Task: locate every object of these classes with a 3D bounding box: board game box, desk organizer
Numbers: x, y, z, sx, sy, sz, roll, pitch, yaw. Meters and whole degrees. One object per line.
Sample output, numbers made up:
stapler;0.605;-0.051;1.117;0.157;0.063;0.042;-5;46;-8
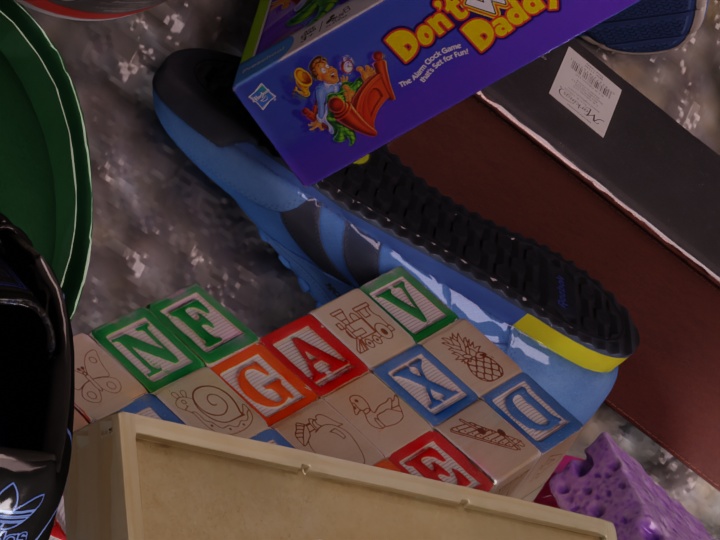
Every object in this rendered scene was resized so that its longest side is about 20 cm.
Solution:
board game box;0.058;-0.120;0.969;0.045;0.200;0.135;53;22;-21
desk organizer;0.095;-0.009;1.085;0.200;0.077;0.072;38;36;-11

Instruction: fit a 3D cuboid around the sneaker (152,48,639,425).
sneaker;0.000;0.000;1.031;0.200;0.078;0.066;34;28;-11

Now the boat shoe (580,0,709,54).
boat shoe;0.090;-0.169;1.073;0.072;0.072;0.200;-73;151;-42

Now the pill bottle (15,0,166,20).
pill bottle;-0.051;-0.153;0.914;0.116;0.200;0.116;6;79;-30

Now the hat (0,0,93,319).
hat;-0.122;-0.012;0.886;0.166;0.176;0.200;7;86;-31

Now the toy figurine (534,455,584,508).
toy figurine;0.049;0.154;1.049;0.200;0.150;0.184;14;67;-7

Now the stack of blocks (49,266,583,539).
stack of blocks;-0.032;0.064;0.920;0.115;0.059;0.200;42;36;16

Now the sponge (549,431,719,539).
sponge;0.129;0.144;0.929;0.030;0.200;0.112;-40;123;10

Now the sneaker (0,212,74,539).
sneaker;-0.115;0.003;0.801;0.070;0.078;0.200;6;48;-29

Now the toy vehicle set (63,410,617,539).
toy vehicle set;0.005;0.118;0.826;0.200;0.027;0.124;16;57;-40
